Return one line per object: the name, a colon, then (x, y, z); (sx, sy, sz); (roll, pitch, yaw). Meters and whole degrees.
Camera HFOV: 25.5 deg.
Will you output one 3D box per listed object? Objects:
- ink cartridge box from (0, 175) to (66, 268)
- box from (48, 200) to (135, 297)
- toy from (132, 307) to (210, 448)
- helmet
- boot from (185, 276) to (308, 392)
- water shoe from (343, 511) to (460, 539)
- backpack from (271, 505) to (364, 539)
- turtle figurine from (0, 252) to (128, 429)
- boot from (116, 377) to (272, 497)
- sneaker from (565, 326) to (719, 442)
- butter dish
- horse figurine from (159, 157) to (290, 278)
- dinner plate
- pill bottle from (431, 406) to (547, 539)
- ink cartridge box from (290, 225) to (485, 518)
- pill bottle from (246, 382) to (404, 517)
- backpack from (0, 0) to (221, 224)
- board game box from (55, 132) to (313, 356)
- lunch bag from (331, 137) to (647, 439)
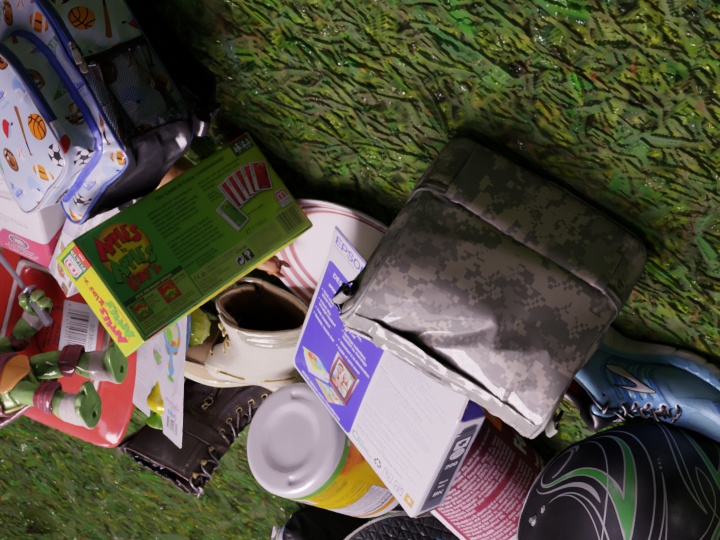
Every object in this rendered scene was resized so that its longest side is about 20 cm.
ink cartridge box: (-0.352, -0.112, 1.546); (0.144, 0.084, 0.200); (23, 149, 14)
box: (-0.255, -0.036, 1.506); (0.039, 0.041, 0.200); (56, 151, 11)
toy: (-0.177, 0.056, 1.535); (0.115, 0.047, 0.201); (33, 119, 53)
helmet: (0.250, 0.230, 1.367); (0.200, 0.200, 0.190); (46, 161, -22)
boot: (-0.124, 0.061, 1.581); (0.199, 0.072, 0.155); (12, 154, 19)
water shoe: (0.067, 0.280, 1.638); (0.079, 0.199, 0.072); (114, 136, -67)
backpack: (-0.049, 0.369, 1.925); (0.163, 0.154, 0.200); (31, 128, -3)
turtle figurine: (-0.338, 0.075, 1.551); (0.193, 0.144, 0.201); (7, 98, 18)
boot: (-0.132, 0.163, 1.652); (0.199, 0.174, 0.069); (15, 146, 26)
sneaker: (0.224, 0.108, 1.336); (0.199, 0.090, 0.079); (20, 148, 15)
butter dish: (-0.283, 0.062, 1.683); (0.199, 0.201, 0.148); (19, -170, 22)
horse figurine: (-0.162, -0.067, 1.455); (0.132, 0.050, 0.200); (21, 152, 52)
dinner plate: (0.000, 0.000, 1.450); (0.200, 0.024, 0.201); (23, 147, 16)
pill bottle: (0.102, 0.187, 1.536); (0.200, 0.114, 0.114); (45, 147, -21)
ink cartridge box: (0.026, 0.086, 1.390); (0.198, 0.043, 0.200); (51, 146, 25)
pill bottle: (-0.013, 0.186, 1.590); (0.111, 0.112, 0.200); (7, 168, 36)
backpack: (-0.238, -0.149, 1.311); (0.200, 0.154, 0.191); (-35, 76, 53)
board game box: (-0.146, -0.024, 1.351); (0.102, 0.200, 0.048); (54, 146, 0)
lunch bag: (0.098, 0.019, 1.247); (0.200, 0.168, 0.139); (32, 149, 0)
